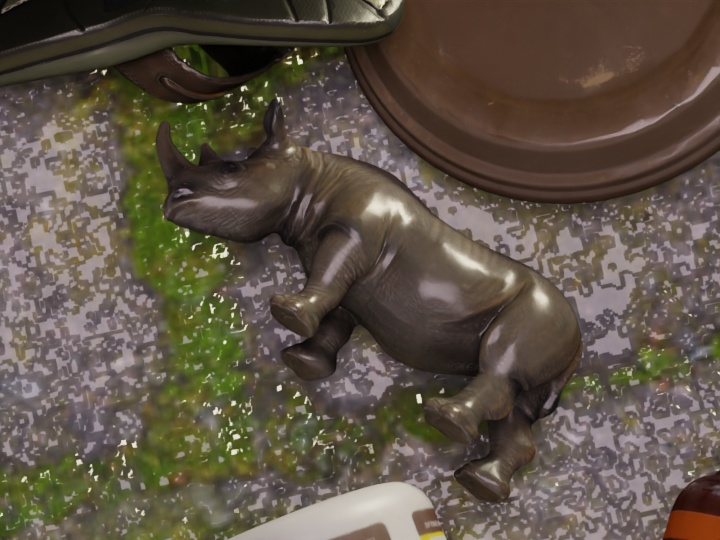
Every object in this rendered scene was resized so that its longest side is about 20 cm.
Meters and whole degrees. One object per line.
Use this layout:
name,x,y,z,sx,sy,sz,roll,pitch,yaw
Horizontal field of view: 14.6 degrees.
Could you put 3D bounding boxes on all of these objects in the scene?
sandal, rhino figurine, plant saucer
sandal,-0.076,-0.100,1.144,0.201,0.057,0.080,-6,42,17
rhino figurine,0.000,0.000,1.121,0.200,0.060,0.087,35,64,7
plant saucer,0.084,-0.127,1.139,0.200,0.029,0.201,-3,77,13

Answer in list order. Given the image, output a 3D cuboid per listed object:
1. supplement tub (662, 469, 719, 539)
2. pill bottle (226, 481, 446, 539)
supplement tub,0.155,0.149,1.071,0.107,0.107,0.200,17,81,4
pill bottle,0.009,0.189,1.066,0.109,0.109,0.200,-21,80,-2
